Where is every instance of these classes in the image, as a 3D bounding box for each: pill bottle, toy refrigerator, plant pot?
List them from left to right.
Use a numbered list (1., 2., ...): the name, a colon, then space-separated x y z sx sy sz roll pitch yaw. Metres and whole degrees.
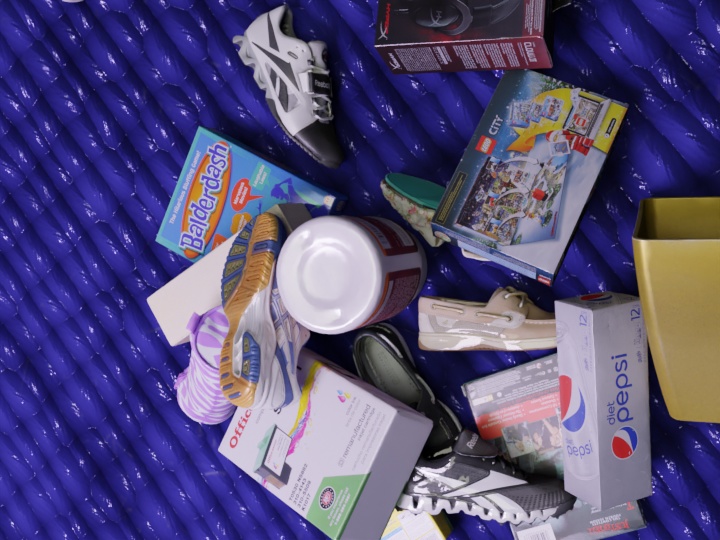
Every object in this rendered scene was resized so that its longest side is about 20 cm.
1. toy refrigerator: -0.140 0.002 1.036 0.199 0.076 0.071 -34 83 20
2. pill bottle: 0.000 0.000 0.967 0.112 0.200 0.117 1 93 19
3. plant pot: 0.359 0.036 0.852 0.196 0.200 0.180 1 104 19

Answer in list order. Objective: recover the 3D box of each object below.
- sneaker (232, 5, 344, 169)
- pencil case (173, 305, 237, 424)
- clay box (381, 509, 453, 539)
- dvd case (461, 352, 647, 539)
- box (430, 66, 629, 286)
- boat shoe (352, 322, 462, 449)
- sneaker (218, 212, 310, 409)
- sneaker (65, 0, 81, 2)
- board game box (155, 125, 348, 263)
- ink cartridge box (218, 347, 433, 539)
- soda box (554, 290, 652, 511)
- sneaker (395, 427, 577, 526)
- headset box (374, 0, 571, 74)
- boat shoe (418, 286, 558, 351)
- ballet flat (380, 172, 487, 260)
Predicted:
1. sneaker: -0.064 -0.213 1.045 0.088 0.074 0.202 -35 82 20
2. pencil case: -0.165 0.111 1.039 0.084 0.201 0.085 17 59 -6
3. clay box: 0.006 0.244 1.058 0.114 0.047 0.202 -35 80 18
4. dvd case: 0.209 0.198 0.997 0.144 0.022 0.203 -21 85 20
5. box: 0.174 -0.102 0.942 0.135 0.038 0.202 23 75 17
6. boat shoe: 0.052 0.153 1.030 0.075 0.060 0.201 -38 80 17
7. sneaker: -0.094 0.044 0.953 0.075 0.087 0.204 -8 72 45
8. sneaker: -0.387 -0.452 1.145 0.128 0.079 0.202 21 110 9
9. board game box: -0.132 -0.061 1.093 0.198 0.045 0.154 27 102 17
10. ink cartridge box: -0.042 0.180 0.987 0.198 0.084 0.147 25 88 39
11. soda box: 0.241 0.127 0.910 0.067 0.063 0.204 -9 100 -22
12. sneaker: 0.130 0.214 0.969 0.196 0.066 0.092 2 98 10
13. headset box: 0.123 -0.292 0.957 0.196 0.077 0.152 2 79 21
14. boat shoe: 0.155 0.051 0.984 0.197 0.072 0.066 -3 90 23
15. ballet flat: 0.107 -0.049 0.997 0.197 0.075 0.065 19 117 21
